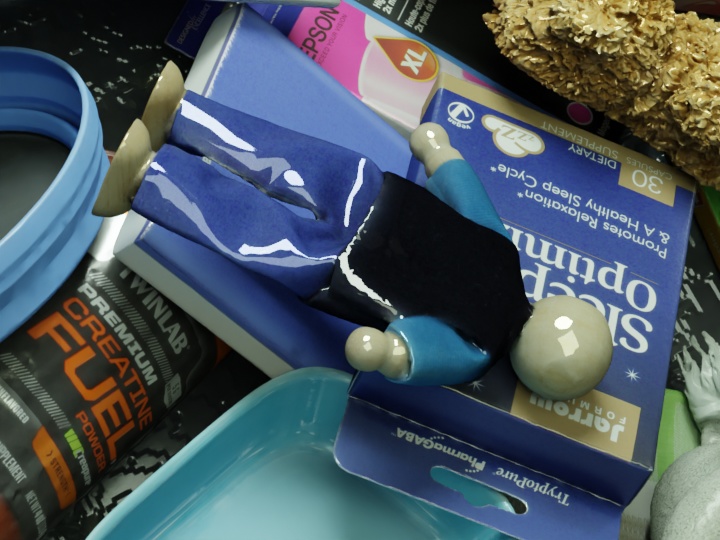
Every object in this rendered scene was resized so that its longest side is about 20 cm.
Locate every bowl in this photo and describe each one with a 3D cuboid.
[{"bbox_3d":[-0.190,-0.013,1.023,0.200,0.200,0.040,-39,124,-18],"label":"bowl"}]

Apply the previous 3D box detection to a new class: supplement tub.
[{"bbox_3d":[-0.118,0.024,1.055,0.107,0.107,0.200,44,65,2],"label":"supplement tub"}]

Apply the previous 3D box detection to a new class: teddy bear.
[{"bbox_3d":[0.150,-0.077,1.100,0.199,0.145,0.067,34,105,-3],"label":"teddy bear"}]

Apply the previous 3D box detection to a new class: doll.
[{"bbox_3d":[0.006,-0.011,0.974,0.199,0.049,0.137,27,42,-1],"label":"doll"}]

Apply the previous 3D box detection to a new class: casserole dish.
[{"bbox_3d":[-0.026,0.114,0.955,0.121,0.039,0.200,38,44,12],"label":"casserole dish"}]

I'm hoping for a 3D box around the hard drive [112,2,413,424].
[{"bbox_3d":[0.000,0.000,1.063,0.200,0.025,0.132,39,49,-23],"label":"hard drive"}]

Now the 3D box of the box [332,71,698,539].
[{"bbox_3d":[0.066,0.016,1.035,0.120,0.032,0.201,22,48,-7],"label":"box"}]

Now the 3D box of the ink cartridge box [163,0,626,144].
[{"bbox_3d":[0.021,-0.090,1.143,0.199,0.037,0.095,27,50,-2],"label":"ink cartridge box"}]

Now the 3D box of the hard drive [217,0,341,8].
[{"bbox_3d":[-0.123,-0.137,1.057,0.199,0.132,0.027,0,107,-32],"label":"hard drive"}]

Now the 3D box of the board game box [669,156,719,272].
[{"bbox_3d":[0.209,-0.012,1.181,0.095,0.030,0.201,-20,83,-17],"label":"board game box"}]

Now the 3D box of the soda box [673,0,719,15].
[{"bbox_3d":[0.117,-0.158,1.145,0.199,0.070,0.064,3,75,-33],"label":"soda box"}]

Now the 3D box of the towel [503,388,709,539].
[{"bbox_3d":[0.107,0.141,1.075,0.149,0.031,0.201,15,68,-48],"label":"towel"}]

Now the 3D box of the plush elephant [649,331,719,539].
[{"bbox_3d":[0.205,0.108,1.060,0.164,0.154,0.201,19,62,-43],"label":"plush elephant"}]
